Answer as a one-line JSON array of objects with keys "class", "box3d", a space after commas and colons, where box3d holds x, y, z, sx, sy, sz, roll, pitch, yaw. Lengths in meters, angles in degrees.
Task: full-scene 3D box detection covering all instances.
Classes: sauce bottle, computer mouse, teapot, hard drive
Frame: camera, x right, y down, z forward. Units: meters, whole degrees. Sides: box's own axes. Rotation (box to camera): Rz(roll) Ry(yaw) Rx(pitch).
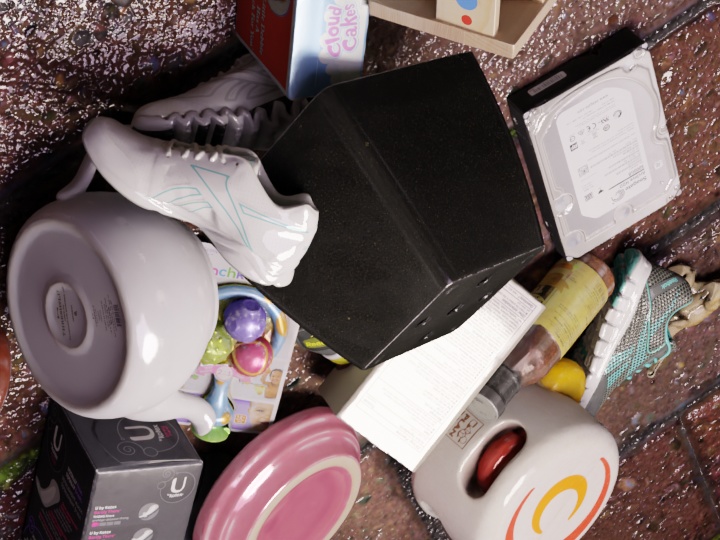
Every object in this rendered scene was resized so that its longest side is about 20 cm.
[{"class": "sauce bottle", "box3d": [0.170, 0.063, 1.820, 0.200, 0.066, 0.066, -47, 141, -32]}, {"class": "computer mouse", "box3d": [-0.154, 0.272, 1.838, 0.140, 0.046, 0.200, 26, 106, -41]}, {"class": "teapot", "box3d": [-0.186, 0.017, 1.548, 0.146, 0.197, 0.200, -18, 147, -43]}, {"class": "hard drive", "box3d": [0.226, -0.116, 1.791, 0.140, 0.038, 0.200, -30, 134, -9]}]

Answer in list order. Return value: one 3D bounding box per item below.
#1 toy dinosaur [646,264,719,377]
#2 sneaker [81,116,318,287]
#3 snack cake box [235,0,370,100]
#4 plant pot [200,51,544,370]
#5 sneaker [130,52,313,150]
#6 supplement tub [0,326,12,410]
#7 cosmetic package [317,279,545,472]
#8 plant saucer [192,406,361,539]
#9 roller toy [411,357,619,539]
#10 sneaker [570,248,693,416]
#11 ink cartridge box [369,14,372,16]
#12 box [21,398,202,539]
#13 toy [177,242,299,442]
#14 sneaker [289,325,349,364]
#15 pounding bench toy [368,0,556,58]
[{"class": "toy dinosaur", "box3d": [0.361, 0.027, 1.984, 0.200, 0.058, 0.101, -39, 150, 10]}, {"class": "sneaker", "box3d": [-0.122, -0.072, 1.471, 0.200, 0.070, 0.080, 32, 114, -5]}, {"class": "snack cake box", "box3d": [-0.042, -0.249, 1.469, 0.067, 0.115, 0.200, -11, 128, -25]}, {"class": "plant pot", "box3d": [0.030, -0.039, 1.546, 0.199, 0.177, 0.200, -21, 160, -48]}, {"class": "sneaker", "box3d": [-0.098, -0.137, 1.546, 0.200, 0.081, 0.075, -10, 156, -26]}, {"class": "supplement tub", "box3d": [-0.386, 0.070, 1.500, 0.200, 0.107, 0.107, 17, 113, -40]}, {"class": "cosmetic package", "box3d": [0.065, 0.073, 1.765, 0.103, 0.087, 0.200, 39, 92, -20]}, {"class": "plant saucer", "box3d": [-0.070, 0.224, 1.813, 0.200, 0.051, 0.201, -34, 147, -26]}, {"class": "roller toy", "box3d": [0.149, 0.193, 1.864, 0.182, 0.140, 0.200, -18, 134, -34]}, {"class": "sneaker", "box3d": [0.275, 0.079, 1.922, 0.091, 0.078, 0.200, 17, 118, -9]}, {"class": "ink cartridge box", "box3d": [0.061, -0.322, 1.532, 0.161, 0.050, 0.200, -20, 126, -18]}, {"class": "box", "box3d": [-0.228, 0.219, 1.699, 0.106, 0.122, 0.200, -2, 124, -30]}, {"class": "toy", "box3d": [-0.115, 0.074, 1.690, 0.115, 0.047, 0.200, 8, 125, -13]}, {"class": "sneaker", "box3d": [0.000, 0.000, 1.710, 0.085, 0.074, 0.200, 14, 115, -38]}, {"class": "pounding bench toy", "box3d": [0.105, -0.294, 1.439, 0.200, 0.124, 0.156, -53, 155, -40]}]
